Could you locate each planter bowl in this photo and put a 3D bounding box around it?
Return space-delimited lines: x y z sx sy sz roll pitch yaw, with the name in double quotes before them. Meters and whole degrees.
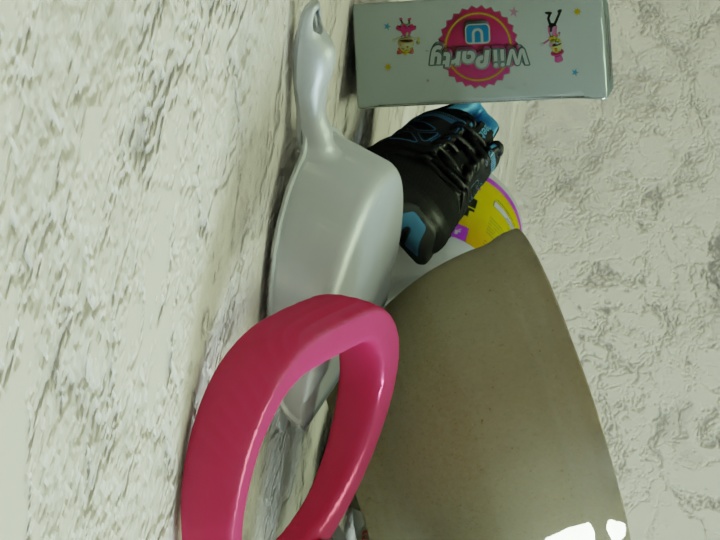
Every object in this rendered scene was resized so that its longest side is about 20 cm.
"planter bowl" 0.055 0.093 1.100 0.200 0.134 0.202 162 -90 -89

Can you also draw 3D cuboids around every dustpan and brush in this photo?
"dustpan and brush" -0.016 -0.040 0.989 0.140 0.057 0.201 -56 161 -51

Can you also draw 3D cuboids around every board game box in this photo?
"board game box" 0.081 -0.136 1.222 0.200 0.146 0.065 -47 135 -79

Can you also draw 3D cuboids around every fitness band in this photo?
"fitness band" -0.030 0.088 0.905 0.200 0.037 0.145 -26 129 -67

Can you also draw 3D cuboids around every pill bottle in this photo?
"pill bottle" 0.052 0.007 1.354 0.200 0.103 0.105 -70 166 -64

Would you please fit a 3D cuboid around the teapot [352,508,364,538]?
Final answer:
"teapot" 0.090 0.195 1.517 0.146 0.195 0.202 66 30 -56

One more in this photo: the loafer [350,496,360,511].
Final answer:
"loafer" 0.017 0.106 1.348 0.200 0.068 0.076 -27 128 -63

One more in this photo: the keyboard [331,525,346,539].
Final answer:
"keyboard" 0.020 0.245 1.267 0.201 0.011 0.056 61 -15 23

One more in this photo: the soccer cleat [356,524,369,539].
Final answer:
"soccer cleat" 0.027 0.189 1.303 0.069 0.078 0.200 -38 160 -17

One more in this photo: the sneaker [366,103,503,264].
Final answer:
"sneaker" 0.044 -0.066 1.228 0.073 0.082 0.200 51 13 -12
